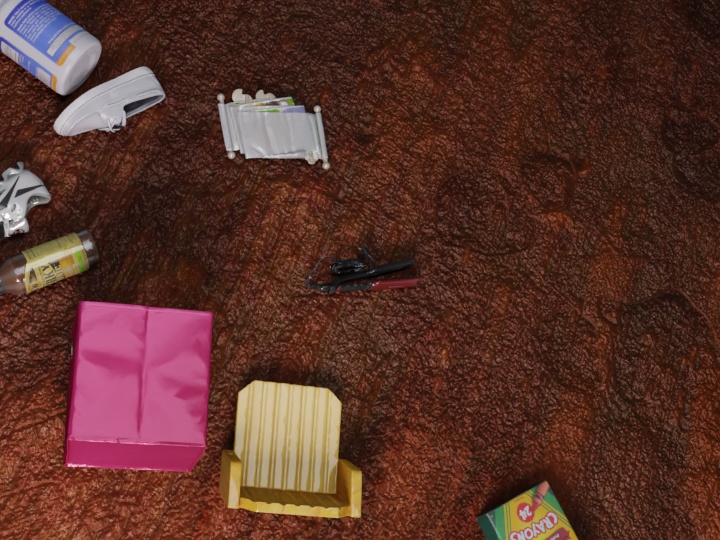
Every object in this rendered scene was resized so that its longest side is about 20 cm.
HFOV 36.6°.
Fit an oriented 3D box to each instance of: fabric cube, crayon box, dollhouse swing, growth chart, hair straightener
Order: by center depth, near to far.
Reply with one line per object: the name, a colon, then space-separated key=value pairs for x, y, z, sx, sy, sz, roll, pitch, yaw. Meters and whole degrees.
fabric cube: x=-0.329 y=0.176 z=1.598 sx=0.199 sy=0.196 sz=0.201 roll=6 pitch=69 yaw=-15
dollhouse swing: x=-0.101 y=0.266 z=1.654 sx=0.199 sy=0.182 sz=0.177 roll=8 pitch=87 yaw=-13
crayon box: x=0.291 y=0.458 z=1.753 sx=0.126 sy=0.051 sz=0.201 roll=-23 pitch=77 yaw=-24
hair straightener: x=0.000 y=0.000 z=1.862 sx=0.199 sy=0.041 sz=0.077 roll=-8 pitch=71 yaw=-15
growth chart: x=-0.153 y=-0.252 z=1.923 sx=0.199 sy=0.018 sz=0.146 roll=3 pitch=68 yaw=-16

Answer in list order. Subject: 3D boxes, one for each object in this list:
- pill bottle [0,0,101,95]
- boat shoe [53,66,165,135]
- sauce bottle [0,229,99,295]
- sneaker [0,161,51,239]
pill bottle: x=-0.541 y=-0.393 z=1.809 sx=0.200 sy=0.112 sz=0.112 roll=37 pitch=63 yaw=0
boat shoe: x=-0.417 y=-0.269 z=1.827 sx=0.200 sy=0.072 sz=0.069 roll=-35 pitch=81 yaw=-35
sauce bottle: x=-0.507 y=-0.002 z=1.689 sx=0.199 sy=0.065 sz=0.065 roll=-25 pitch=77 yaw=-22
sneaker: x=-0.567 y=-0.079 z=1.695 sx=0.088 sy=0.074 sz=0.200 roll=40 pitch=64 yaw=4
